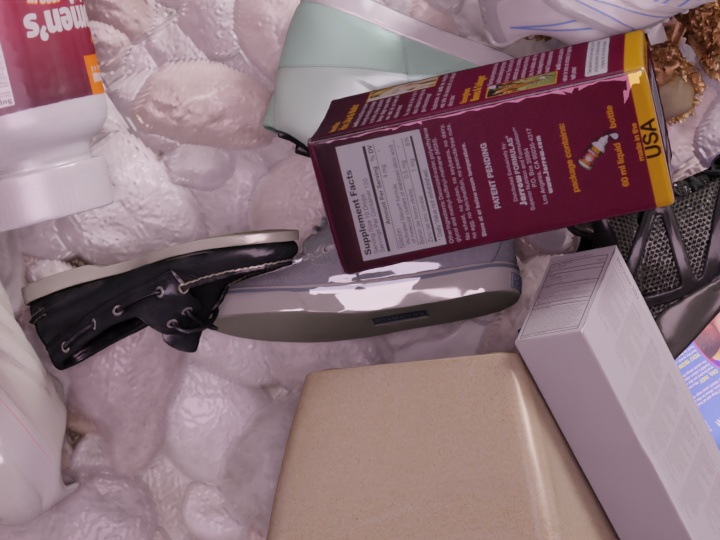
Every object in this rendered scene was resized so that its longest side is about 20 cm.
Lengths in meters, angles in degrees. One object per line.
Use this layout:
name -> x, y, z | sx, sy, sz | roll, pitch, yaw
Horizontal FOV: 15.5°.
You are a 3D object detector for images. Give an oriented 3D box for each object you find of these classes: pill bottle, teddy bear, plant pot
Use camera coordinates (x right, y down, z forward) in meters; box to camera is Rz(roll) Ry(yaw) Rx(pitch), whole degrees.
pill bottle -> -0.218, -0.129, 1.627 | 0.109, 0.110, 0.201 | -13, 94, 0
teddy bear -> 0.171, -0.186, 1.659 | 0.200, 0.067, 0.145 | 37, 102, -10
plant pot -> 0.056, 0.145, 1.597 | 0.199, 0.200, 0.178 | -5, 82, 20

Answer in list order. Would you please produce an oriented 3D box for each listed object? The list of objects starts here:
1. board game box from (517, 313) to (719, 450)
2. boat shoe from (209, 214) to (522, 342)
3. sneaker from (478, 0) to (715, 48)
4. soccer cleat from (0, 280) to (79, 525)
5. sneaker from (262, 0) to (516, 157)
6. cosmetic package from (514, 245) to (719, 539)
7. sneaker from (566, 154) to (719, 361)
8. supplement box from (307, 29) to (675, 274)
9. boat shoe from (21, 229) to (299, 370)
board game box -> 0.219, 0.040, 1.678 | 0.200, 0.045, 0.135 | -33, 94, 1
boat shoe -> 0.000, 0.000, 1.669 | 0.200, 0.070, 0.072 | -7, 71, 4
sneaker -> 0.165, -0.169, 1.602 | 0.199, 0.075, 0.087 | -1, 121, 4
soccer cleat -> -0.226, 0.062, 1.653 | 0.077, 0.069, 0.201 | -20, 113, -31
sneaker -> 0.038, -0.091, 1.650 | 0.200, 0.074, 0.119 | 22, 87, 7
cosmetic package -> 0.161, 0.090, 1.582 | 0.050, 0.083, 0.200 | -10, 123, 32
sneaker -> 0.200, -0.041, 1.612 | 0.114, 0.076, 0.199 | 42, 98, -9
supplement box -> 0.079, -0.070, 1.555 | 0.199, 0.110, 0.086 | -12, 104, 10
boat shoe -> -0.120, 0.020, 1.629 | 0.199, 0.074, 0.066 | -13, 85, 24
